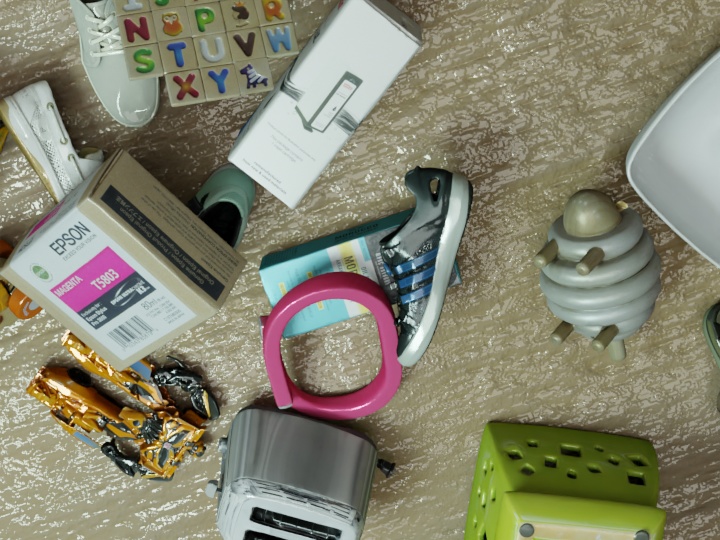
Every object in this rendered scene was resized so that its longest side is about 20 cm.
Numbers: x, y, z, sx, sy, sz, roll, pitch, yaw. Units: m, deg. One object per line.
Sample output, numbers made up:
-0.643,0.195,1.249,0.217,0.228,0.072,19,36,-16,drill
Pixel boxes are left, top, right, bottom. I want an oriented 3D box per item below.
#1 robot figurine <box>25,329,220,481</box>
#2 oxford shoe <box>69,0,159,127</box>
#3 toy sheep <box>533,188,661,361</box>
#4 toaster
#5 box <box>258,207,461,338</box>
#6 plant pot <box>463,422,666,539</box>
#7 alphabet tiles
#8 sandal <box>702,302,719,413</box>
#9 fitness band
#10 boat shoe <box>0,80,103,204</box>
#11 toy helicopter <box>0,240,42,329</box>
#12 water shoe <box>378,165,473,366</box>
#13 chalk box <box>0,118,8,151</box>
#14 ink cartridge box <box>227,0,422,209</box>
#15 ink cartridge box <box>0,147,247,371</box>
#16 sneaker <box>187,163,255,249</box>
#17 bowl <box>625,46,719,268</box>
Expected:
-0.252,0.147,1.471,0.199,0.058,0.145,35,105,-9,robot figurine
-0.250,-0.237,1.355,0.074,0.058,0.202,-11,108,2,oxford shoe
0.243,0.008,1.390,0.136,0.138,0.202,-10,120,3,toy sheep
-0.063,0.236,1.450,0.198,0.130,0.114,17,128,-5,toaster
0.000,0.000,1.430,0.198,0.049,0.083,-18,106,6,box
0.218,0.294,1.451,0.197,0.182,0.202,7,106,-1,plant pot
-0.151,-0.254,1.305,0.164,0.006,0.202,-10,72,-11,alphabet tiles
0.412,0.131,1.465,0.079,0.057,0.203,-21,91,-36,sandal
-0.029,0.084,1.422,0.142,0.038,0.201,-11,132,-1,fitness band
-0.290,-0.100,1.390,0.069,0.071,0.201,-34,117,-12,boat shoe
-0.413,0.070,1.422,0.079,0.132,0.201,41,124,18,toy helicopter
0.053,-0.006,1.369,0.078,0.072,0.202,15,100,0,water shoe
-0.472,-0.123,1.357,0.198,0.125,0.125,22,106,-5,chalk box
-0.033,-0.176,1.326,0.084,0.146,0.201,37,103,-9,ink cartridge box
-0.232,-0.004,1.321,0.164,0.075,0.199,41,140,-17,ink cartridge box
-0.178,-0.010,1.392,0.073,0.118,0.201,30,106,-10,sneaker
0.383,-0.120,1.378,0.199,0.075,0.200,40,104,-11,bowl
